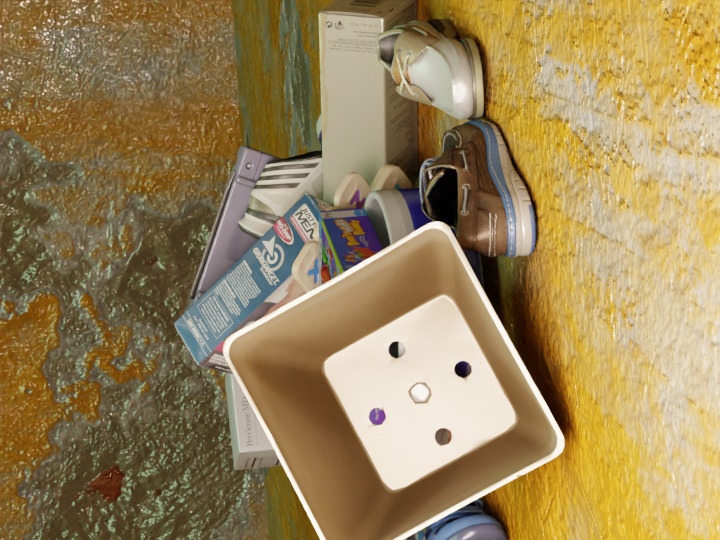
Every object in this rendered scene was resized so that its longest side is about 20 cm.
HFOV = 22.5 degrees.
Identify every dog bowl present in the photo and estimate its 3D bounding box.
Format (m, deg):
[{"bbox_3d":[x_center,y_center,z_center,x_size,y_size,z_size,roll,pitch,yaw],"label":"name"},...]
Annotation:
[{"bbox_3d":[0.054,0.024,1.653,0.200,0.079,0.201,176,90,-80],"label":"dog bowl"}]

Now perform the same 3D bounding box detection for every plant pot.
[{"bbox_3d":[0.038,0.098,1.452,0.200,0.200,0.177,61,-173,7],"label":"plant pot"}]

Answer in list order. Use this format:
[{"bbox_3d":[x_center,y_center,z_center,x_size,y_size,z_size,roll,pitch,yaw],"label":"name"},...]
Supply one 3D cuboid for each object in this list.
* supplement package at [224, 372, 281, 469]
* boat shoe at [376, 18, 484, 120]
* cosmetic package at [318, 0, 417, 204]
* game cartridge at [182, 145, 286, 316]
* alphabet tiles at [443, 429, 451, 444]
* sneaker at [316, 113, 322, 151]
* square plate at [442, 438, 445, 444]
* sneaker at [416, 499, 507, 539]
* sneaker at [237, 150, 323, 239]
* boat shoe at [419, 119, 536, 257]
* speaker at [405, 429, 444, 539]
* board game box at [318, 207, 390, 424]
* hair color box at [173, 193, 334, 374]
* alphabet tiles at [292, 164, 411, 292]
[{"bbox_3d":[-0.050,0.158,2.082,0.110,0.200,0.114,113,150,-72],"label":"supplement package"},{"bbox_3d":[0.062,-0.177,1.611,0.200,0.068,0.075,-121,27,-70],"label":"boat shoe"},{"bbox_3d":[0.010,-0.173,1.818,0.104,0.073,0.200,-45,-41,-60],"label":"cosmetic package"},{"bbox_3d":[-0.100,-0.020,1.946,0.038,0.129,0.200,-153,81,-71],"label":"game cartridge"},{"bbox_3d":[0.097,0.106,1.718,0.196,0.015,0.200,-110,18,-58],"label":"alphabet tiles"},{"bbox_3d":[0.010,-0.136,1.979,0.200,0.080,0.147,115,139,-62],"label":"sneaker"},{"bbox_3d":[0.063,0.178,1.930,0.198,0.028,0.200,128,136,-76],"label":"square plate"},{"bbox_3d":[0.086,0.243,1.680,0.200,0.074,0.082,116,150,-71],"label":"sneaker"},{"bbox_3d":[-0.018,-0.061,1.905,0.076,0.200,0.116,-151,82,-75],"label":"sneaker"},{"bbox_3d":[0.087,-0.073,1.497,0.200,0.072,0.072,-114,22,-64],"label":"boat shoe"},{"bbox_3d":[0.028,0.191,1.706,0.200,0.081,0.081,-68,-20,-63],"label":"speaker"},{"bbox_3d":[-0.006,0.061,1.654,0.135,0.045,0.200,-113,21,-63],"label":"board game box"},{"bbox_3d":[-0.082,0.019,1.827,0.100,0.200,0.061,18,-148,-56],"label":"hair color box"},{"bbox_3d":[0.000,0.000,1.772,0.200,0.015,0.196,-60,-36,-16],"label":"alphabet tiles"}]
